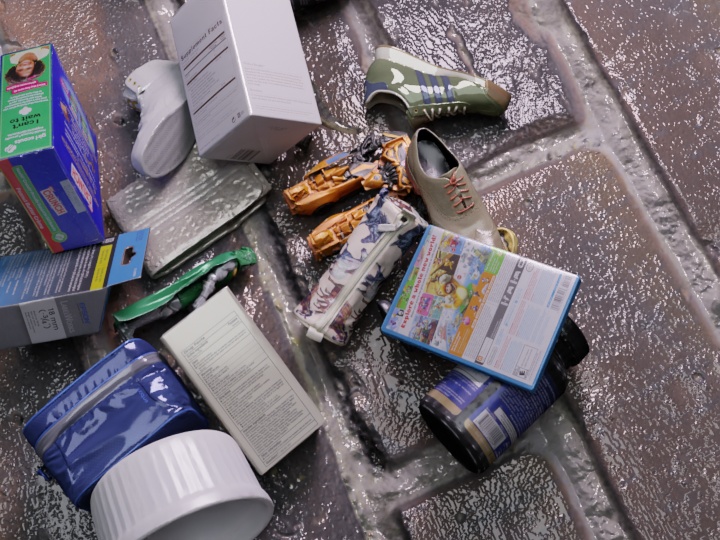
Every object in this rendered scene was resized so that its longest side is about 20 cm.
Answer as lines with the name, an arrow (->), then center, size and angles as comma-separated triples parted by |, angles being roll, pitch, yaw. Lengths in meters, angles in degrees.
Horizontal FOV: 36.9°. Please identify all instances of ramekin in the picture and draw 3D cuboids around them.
ramekin -> -0.205, 0.266, 1.207 | 0.198, 0.201, 0.099 | -27, 62, -7

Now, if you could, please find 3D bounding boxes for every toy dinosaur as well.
toy dinosaur -> -0.077, -0.215, 1.440 | 0.088, 0.047, 0.201 | -51, 54, 19

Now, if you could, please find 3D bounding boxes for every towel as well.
towel -> -0.225, -0.094, 1.424 | 0.199, 0.035, 0.133 | -35, 70, -8

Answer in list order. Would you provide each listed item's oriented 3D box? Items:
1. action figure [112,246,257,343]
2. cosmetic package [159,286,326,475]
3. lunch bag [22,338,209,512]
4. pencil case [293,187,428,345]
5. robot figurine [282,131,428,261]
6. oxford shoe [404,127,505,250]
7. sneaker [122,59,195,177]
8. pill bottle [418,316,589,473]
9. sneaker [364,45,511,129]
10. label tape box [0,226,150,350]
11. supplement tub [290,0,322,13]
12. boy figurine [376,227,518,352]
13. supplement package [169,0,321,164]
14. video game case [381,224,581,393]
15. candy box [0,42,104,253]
action figure -> -0.215, 0.027, 1.354 | 0.199, 0.118, 0.055 | -34, 94, -18
cosmetic package -> -0.141, 0.131, 1.284 | 0.105, 0.071, 0.201 | -35, 90, -12
lunch bag -> -0.296, 0.183, 1.271 | 0.199, 0.136, 0.133 | -38, 72, -9
pencil case -> 0.000, 0.000, 1.326 | 0.077, 0.089, 0.201 | 36, 93, 6
robot figurine -> 0.008, -0.102, 1.400 | 0.198, 0.058, 0.146 | -28, 73, -7
oxford shoe -> 0.113, -0.085, 1.318 | 0.070, 0.075, 0.201 | -31, 71, -10
sneaker -> -0.275, -0.204, 1.433 | 0.114, 0.074, 0.202 | 9, 52, 24
pill bottle -> 0.173, 0.133, 1.276 | 0.199, 0.112, 0.112 | -41, 73, -12
sneaker -> 0.095, -0.225, 1.442 | 0.197, 0.067, 0.091 | 22, 80, 11
label tape box -> -0.353, 0.022, 1.331 | 0.196, 0.064, 0.145 | -11, 28, 0
supplement tub -> -0.076, -0.424, 1.498 | 0.197, 0.107, 0.108 | -25, 70, -7
boy figurine -> 0.122, 0.021, 1.347 | 0.198, 0.065, 0.125 | -33, 65, -6
supplement package -> -0.150, -0.257, 1.387 | 0.120, 0.119, 0.203 | 1, 68, -43
video game case -> 0.138, 0.041, 1.252 | 0.197, 0.018, 0.145 | 20, 76, 25
candy box -> -0.388, -0.153, 1.354 | 0.076, 0.170, 0.202 | -16, 49, -1
